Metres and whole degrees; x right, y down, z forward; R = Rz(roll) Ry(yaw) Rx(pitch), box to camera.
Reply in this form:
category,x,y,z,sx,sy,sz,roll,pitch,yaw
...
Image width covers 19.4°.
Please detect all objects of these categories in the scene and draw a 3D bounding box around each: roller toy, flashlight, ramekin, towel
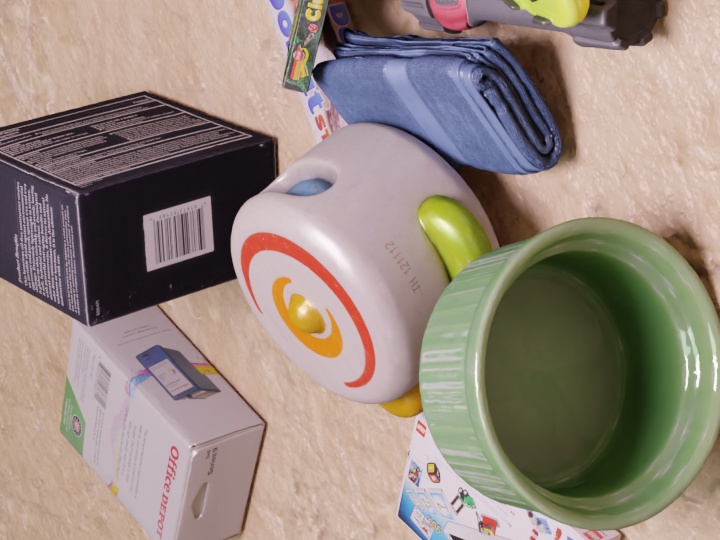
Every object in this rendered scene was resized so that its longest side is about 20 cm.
category,x,y,z,sx,sy,sz,roll,pitch,yaw
roller toy,0.000,0.000,1.550,0.182,0.140,0.201,39,150,21
flashlight,0.115,-0.185,1.424,0.199,0.068,0.068,15,158,44
ramekin,0.135,0.069,1.394,0.098,0.199,0.201,-6,99,61
towel,0.057,-0.121,1.515,0.199,0.049,0.112,8,141,53

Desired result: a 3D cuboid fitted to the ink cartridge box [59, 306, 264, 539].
category,x,y,z,sx,sy,sz,roll,pitch,yaw
ink cartridge box,-0.186,0.145,1.940,0.200,0.087,0.146,44,136,36

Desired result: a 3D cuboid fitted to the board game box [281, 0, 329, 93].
category,x,y,z,sx,sy,sz,roll,pitch,yaw
board game box,-0.024,-0.241,1.543,0.105,0.023,0.201,-93,16,-63

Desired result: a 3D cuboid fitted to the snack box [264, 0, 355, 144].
category,x,y,z,sx,sy,sz,roll,pitch,yaw
snack box,-0.022,-0.151,1.649,0.072,0.024,0.201,-26,83,53

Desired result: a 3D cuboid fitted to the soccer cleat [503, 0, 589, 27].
category,x,y,z,sx,sy,sz,roll,pitch,yaw
soccer cleat,0.106,-0.231,1.372,0.065,0.083,0.200,78,164,-45

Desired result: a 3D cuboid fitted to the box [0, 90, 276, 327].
category,x,y,z,sx,sy,sz,roll,pitch,yaw
box,-0.204,-0.057,1.784,0.198,0.199,0.124,24,124,47

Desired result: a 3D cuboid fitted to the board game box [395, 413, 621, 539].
category,x,y,z,sx,sy,sz,roll,pitch,yaw
board game box,0.108,0.195,1.612,0.200,0.034,0.127,41,135,36
